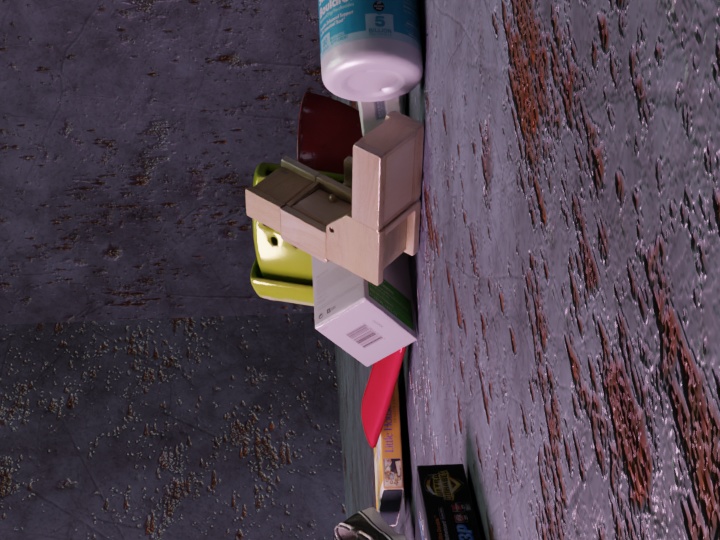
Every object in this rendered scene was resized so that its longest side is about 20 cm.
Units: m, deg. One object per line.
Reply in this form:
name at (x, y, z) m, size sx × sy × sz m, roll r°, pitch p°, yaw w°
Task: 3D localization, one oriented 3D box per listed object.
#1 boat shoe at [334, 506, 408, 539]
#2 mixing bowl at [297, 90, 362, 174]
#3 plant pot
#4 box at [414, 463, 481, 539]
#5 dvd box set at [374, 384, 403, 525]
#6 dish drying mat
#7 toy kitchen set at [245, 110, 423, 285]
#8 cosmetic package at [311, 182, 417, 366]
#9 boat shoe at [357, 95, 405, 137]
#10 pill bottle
boat shoe at (0.022, 0.360, 1.680) m, size 0.200 × 0.063 × 0.072 m, roll -154°, pitch 50°, yaw -68°
mixing bowl at (-0.034, -0.187, 2.163) m, size 0.200 × 0.107 × 0.203 m, roll 1°, pitch -90°, yaw -84°
plant pot at (-0.070, -0.050, 1.994) m, size 0.200 × 0.196 × 0.184 m, roll -100°, pitch 18°, yaw -79°
box at (0.077, 0.284, 1.127) m, size 0.201 × 0.045 × 0.161 m, roll -99°, pitch 8°, yaw -63°
dvd box set at (0.036, 0.229, 1.834) m, size 0.147 × 0.029 × 0.202 m, roll 94°, pitch 174°, yaw -61°
dish drying mat at (0.032, 0.127, 1.709) m, size 0.077 × 0.018 × 0.202 m, roll -104°, pitch 24°, yaw -51°
toy kitchen set at (-0.008, -0.129, 1.535) m, size 0.163 × 0.199 × 0.182 m, roll -40°, pitch -35°, yaw -37°
cosmetic package at (0.000, 0.000, 1.638) m, size 0.107 × 0.084 × 0.202 m, roll 37°, pitch -145°, yaw -39°
boat shoe at (0.027, -0.233, 1.619) m, size 0.069 × 0.071 × 0.202 m, roll -97°, pitch -3°, yaw -59°
pill bottle at (0.008, -0.293, 1.445) m, size 0.111 × 0.109 × 0.203 m, roll 98°, pitch 169°, yaw -72°
